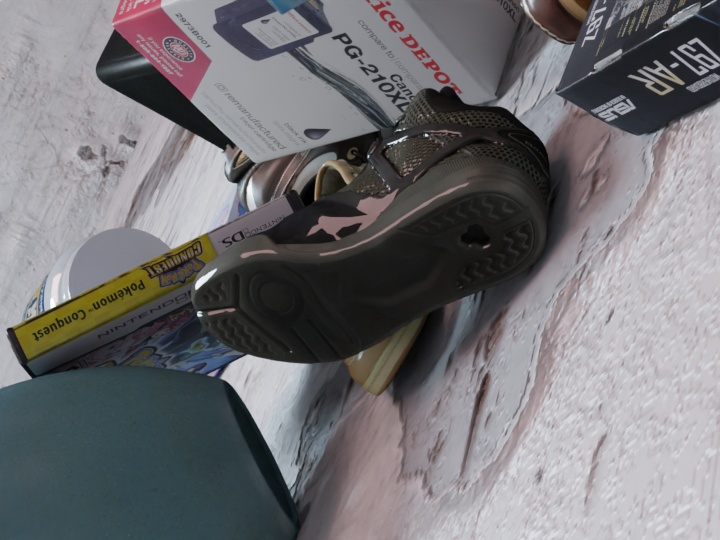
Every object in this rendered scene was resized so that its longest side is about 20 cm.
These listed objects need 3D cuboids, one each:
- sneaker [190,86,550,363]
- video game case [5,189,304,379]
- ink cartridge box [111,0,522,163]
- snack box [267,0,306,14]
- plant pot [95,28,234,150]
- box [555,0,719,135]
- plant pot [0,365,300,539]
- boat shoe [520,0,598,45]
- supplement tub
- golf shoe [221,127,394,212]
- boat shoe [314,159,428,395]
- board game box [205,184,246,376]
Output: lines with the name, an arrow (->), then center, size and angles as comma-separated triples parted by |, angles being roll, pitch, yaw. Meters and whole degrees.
sneaker -> 0.010, -0.023, 0.816 | 0.199, 0.076, 0.114 | -25, 25, 29
video game case -> -0.110, 0.033, 0.994 | 0.180, 0.026, 0.200 | -27, -16, -8
ink cartridge box -> -0.024, -0.156, 0.978 | 0.199, 0.145, 0.085 | -11, 49, 39
snack box -> 0.032, -0.219, 0.824 | 0.199, 0.037, 0.117 | -25, 38, 27
plant pot -> -0.064, -0.199, 1.303 | 0.201, 0.199, 0.177 | -65, 24, -7
box -> 0.162, -0.166, 0.652 | 0.201, 0.043, 0.160 | -67, 13, -16
plant pot -> -0.113, 0.132, 0.896 | 0.134, 0.201, 0.200 | -27, 16, 0
boat shoe -> 0.114, -0.172, 0.789 | 0.070, 0.070, 0.200 | -31, 23, 45
supplement tub -> -0.261, 0.047, 1.661 | 0.200, 0.144, 0.145 | -40, 26, 61
golf shoe -> 0.004, -0.098, 1.103 | 0.200, 0.078, 0.095 | -43, 61, 8
boat shoe -> 0.000, 0.000, 0.917 | 0.073, 0.062, 0.200 | -57, 15, 21
board game box -> -0.148, 0.050, 1.444 | 0.200, 0.041, 0.200 | -53, 17, 38
